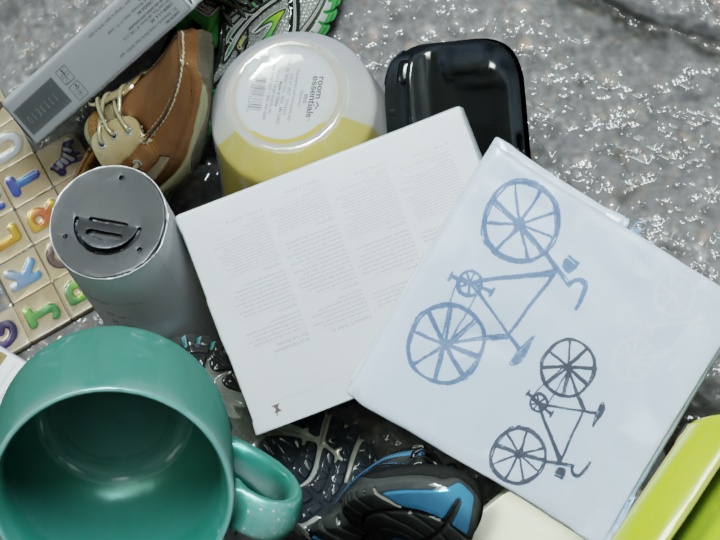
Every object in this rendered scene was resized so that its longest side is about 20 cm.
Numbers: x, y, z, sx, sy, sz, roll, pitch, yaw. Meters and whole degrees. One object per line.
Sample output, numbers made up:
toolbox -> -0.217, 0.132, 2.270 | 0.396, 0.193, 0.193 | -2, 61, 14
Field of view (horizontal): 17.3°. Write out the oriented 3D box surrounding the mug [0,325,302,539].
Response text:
mug -> -0.146, 0.123, 1.495 | 0.152, 0.185, 0.115 | -38, 24, 13

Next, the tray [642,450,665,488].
tray -> 0.140, 0.083, 1.605 | 0.106, 0.022, 0.201 | -16, 67, 3

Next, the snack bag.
snack bag -> 0.120, 0.046, 1.481 | 0.199, 0.021, 0.189 | 31, 93, 5

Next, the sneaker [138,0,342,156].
sneaker -> -0.084, -0.178, 1.710 | 0.078, 0.085, 0.201 | 28, 75, 30

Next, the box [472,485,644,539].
box -> 0.092, 0.188, 1.524 | 0.200, 0.082, 0.069 | -40, 80, 1

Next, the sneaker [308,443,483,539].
sneaker -> 0.029, 0.138, 1.474 | 0.073, 0.200, 0.082 | 42, 67, -9

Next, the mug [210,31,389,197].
mug -> -0.027, -0.075, 1.627 | 0.149, 0.153, 0.187 | -35, 67, -6

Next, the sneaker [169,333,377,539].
sneaker -> -0.063, 0.123, 1.602 | 0.200, 0.086, 0.078 | 41, 65, 0

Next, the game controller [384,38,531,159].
game controller -> 0.068, -0.052, 1.574 | 0.104, 0.042, 0.202 | -3, 95, 27

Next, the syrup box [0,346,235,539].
syrup box -> -0.185, 0.138, 1.610 | 0.199, 0.079, 0.082 | 28, 76, 19

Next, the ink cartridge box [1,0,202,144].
ink cartridge box -> -0.145, -0.188, 1.666 | 0.044, 0.200, 0.174 | 49, 41, -7

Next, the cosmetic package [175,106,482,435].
cosmetic package -> 0.000, 0.000, 1.526 | 0.199, 0.052, 0.152 | -20, 90, 5

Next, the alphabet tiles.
alphabet tiles -> -0.267, -0.035, 1.734 | 0.166, 0.008, 0.201 | -30, 67, -2

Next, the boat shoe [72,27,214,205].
boat shoe -> -0.153, -0.090, 1.630 | 0.073, 0.200, 0.076 | 9, 52, -18

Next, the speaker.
speaker -> -0.146, 0.005, 1.589 | 0.080, 0.200, 0.082 | -3, 68, 8

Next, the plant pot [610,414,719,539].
plant pot -> 0.234, 0.212, 1.430 | 0.181, 0.200, 0.200 | 33, 76, 15
